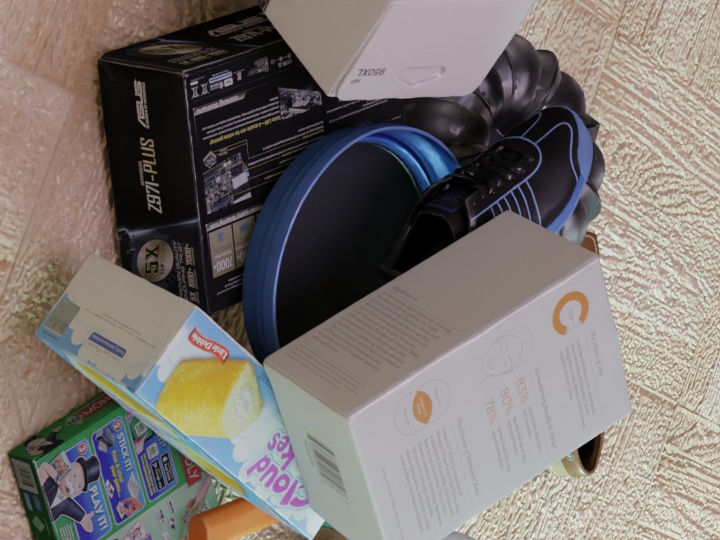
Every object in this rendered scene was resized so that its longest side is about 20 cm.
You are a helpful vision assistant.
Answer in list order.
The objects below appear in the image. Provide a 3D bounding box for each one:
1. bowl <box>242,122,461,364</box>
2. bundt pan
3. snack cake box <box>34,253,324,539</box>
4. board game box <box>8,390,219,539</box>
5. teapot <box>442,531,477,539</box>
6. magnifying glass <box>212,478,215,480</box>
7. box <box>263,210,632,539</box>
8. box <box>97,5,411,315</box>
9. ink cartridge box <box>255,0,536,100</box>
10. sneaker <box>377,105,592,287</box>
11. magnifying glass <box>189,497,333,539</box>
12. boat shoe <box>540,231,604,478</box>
[{"bbox_3d":[0.000,0.000,1.526,0.200,0.039,0.202,-18,114,-44],"label":"bowl"},{"bbox_3d":[0.101,-0.084,1.659,0.201,0.076,0.203,12,71,-37],"label":"bundt pan"},{"bbox_3d":[-0.100,0.081,1.464,0.067,0.115,0.200,-55,134,-11],"label":"snack cake box"},{"bbox_3d":[-0.152,0.177,1.541,0.134,0.029,0.201,-34,123,-38],"label":"board game box"},{"bbox_3d":[0.045,0.243,1.658,0.197,0.200,0.147,14,82,-37],"label":"teapot"},{"bbox_3d":[-0.051,0.130,1.644,0.200,0.022,0.080,32,77,-47],"label":"magnifying glass"},{"bbox_3d":[0.057,0.072,1.442,0.200,0.097,0.125,-30,125,-22],"label":"box"},{"bbox_3d":[-0.065,-0.083,1.525,0.200,0.086,0.164,-25,118,-42],"label":"box"},{"bbox_3d":[-0.005,-0.208,1.471,0.144,0.200,0.084,-8,143,-46],"label":"ink cartridge box"},{"bbox_3d":[0.084,-0.043,1.524,0.200,0.070,0.078,-55,142,-20],"label":"sneaker"},{"bbox_3d":[-0.044,0.157,1.611,0.200,0.022,0.080,-16,110,-46],"label":"magnifying glass"},{"bbox_3d":[0.173,0.069,1.829,0.075,0.074,0.201,-8,106,-46],"label":"boat shoe"}]
